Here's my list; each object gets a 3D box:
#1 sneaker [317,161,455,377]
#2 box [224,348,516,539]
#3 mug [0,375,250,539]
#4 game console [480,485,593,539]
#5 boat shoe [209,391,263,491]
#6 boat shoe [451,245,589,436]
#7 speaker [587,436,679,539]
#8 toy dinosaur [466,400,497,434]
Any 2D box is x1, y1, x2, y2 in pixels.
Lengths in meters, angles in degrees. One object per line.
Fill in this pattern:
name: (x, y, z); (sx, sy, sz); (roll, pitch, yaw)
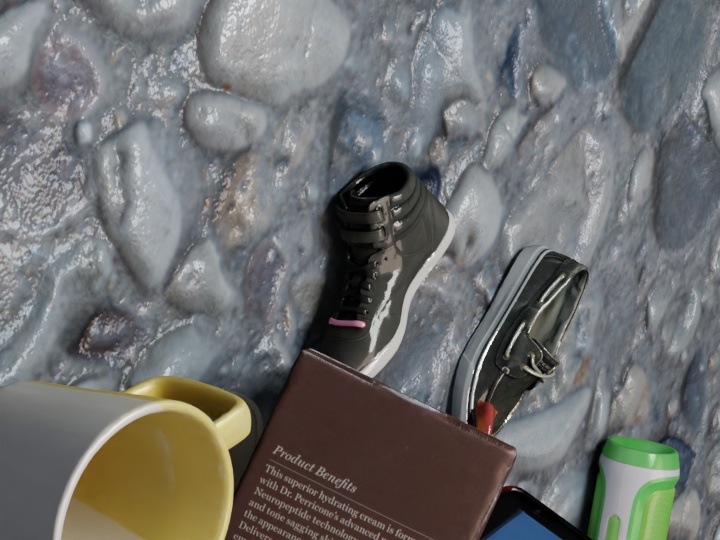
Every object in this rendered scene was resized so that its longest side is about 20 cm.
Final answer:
sneaker: (0.000, 0.000, 1.343); (0.201, 0.070, 0.099); (-60, 135, -26)
box: (-0.003, 0.182, 1.214); (0.201, 0.165, 0.164); (-64, 173, -3)
mug: (-0.174, 0.140, 1.100); (0.186, 0.152, 0.151); (10, 93, -52)
game console: (0.122, 0.294, 1.344); (0.200, 0.118, 0.173); (37, 51, -32)
boat shoe: (-0.132, 0.183, 1.258); (0.063, 0.072, 0.201); (124, -10, -70)
boat shoe: (0.144, 0.071, 1.532); (0.072, 0.071, 0.201); (35, 74, -50)
speaker: (0.270, 0.275, 1.737); (0.088, 0.088, 0.202); (2, 99, -51)
toy dinosaur: (0.090, 0.211, 1.454); (0.182, 0.200, 0.105); (-56, 163, 18)
